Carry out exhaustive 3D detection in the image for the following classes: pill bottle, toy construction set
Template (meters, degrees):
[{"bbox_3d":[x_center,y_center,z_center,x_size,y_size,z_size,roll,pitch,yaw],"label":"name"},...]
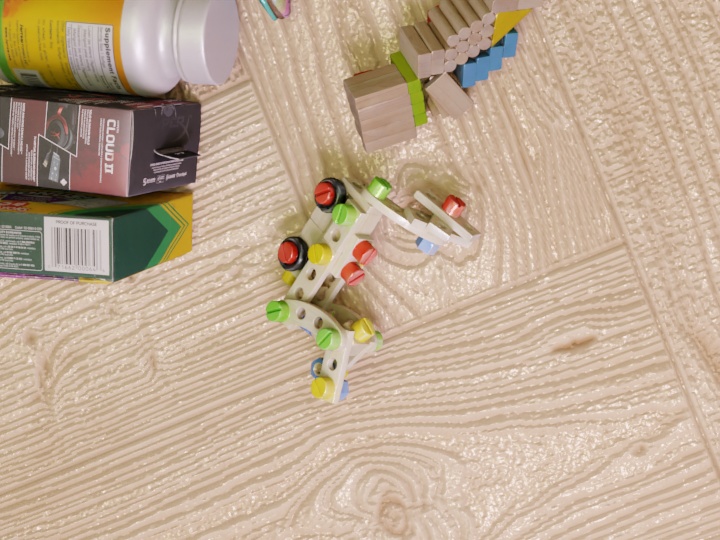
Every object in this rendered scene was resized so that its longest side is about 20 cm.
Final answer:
[{"bbox_3d":[-0.209,-0.206,1.537,0.198,0.111,0.112,6,98,16],"label":"pill bottle"},{"bbox_3d":[0.000,0.000,1.507,0.200,0.092,0.131,-48,57,9],"label":"toy construction set"}]

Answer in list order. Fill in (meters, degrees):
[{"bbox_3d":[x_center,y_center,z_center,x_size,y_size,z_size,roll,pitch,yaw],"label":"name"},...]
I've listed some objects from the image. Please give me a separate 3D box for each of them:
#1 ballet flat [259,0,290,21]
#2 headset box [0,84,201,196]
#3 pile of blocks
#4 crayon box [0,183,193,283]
[{"bbox_3d":[-0.106,-0.305,1.523,0.071,0.069,0.200,-39,84,-2],"label":"ballet flat"},{"bbox_3d":[-0.235,-0.112,1.537,0.198,0.149,0.076,7,99,16],"label":"headset box"},{"bbox_3d":[0.068,-0.181,1.490,0.199,0.082,0.062,-37,42,9],"label":"pile of blocks"},{"bbox_3d":[-0.265,-0.036,1.542,0.198,0.172,0.059,4,101,16],"label":"crayon box"}]
